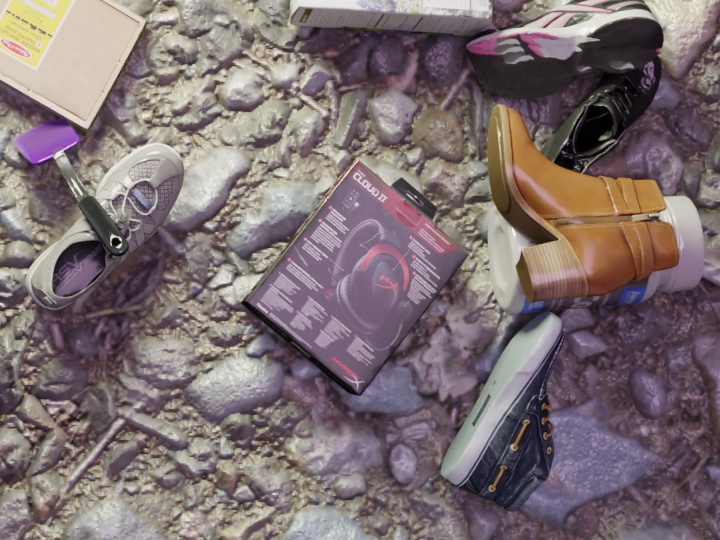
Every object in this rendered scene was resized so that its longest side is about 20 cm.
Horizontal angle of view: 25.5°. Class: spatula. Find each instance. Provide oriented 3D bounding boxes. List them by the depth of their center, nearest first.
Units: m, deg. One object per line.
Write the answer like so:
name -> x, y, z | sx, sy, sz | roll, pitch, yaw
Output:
spatula -> -0.269, -0.080, 1.508 | 0.056, 0.021, 0.200 | -29, 58, -15

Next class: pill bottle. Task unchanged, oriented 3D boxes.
pill bottle -> 0.235, -0.020, 1.593 | 0.198, 0.114, 0.115 | -5, 88, -9

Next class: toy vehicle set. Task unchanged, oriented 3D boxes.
toy vehicle set -> -0.324, -0.240, 1.559 | 0.199, 0.027, 0.125 | 30, 83, -6

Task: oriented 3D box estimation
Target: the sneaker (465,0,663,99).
sneaker -> 0.207, -0.236, 1.625 | 0.198, 0.087, 0.081 | -6, 127, 7

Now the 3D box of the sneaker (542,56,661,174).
sneaker -> 0.247, -0.152, 1.606 | 0.060, 0.104, 0.200 | 44, 82, -4

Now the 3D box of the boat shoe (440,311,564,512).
boat shoe -> 0.167, 0.142, 1.590 | 0.090, 0.071, 0.201 | 29, 102, -12

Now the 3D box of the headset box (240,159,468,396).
headset box -> 0.000, 0.000, 1.575 | 0.148, 0.075, 0.201 | 38, 83, -6

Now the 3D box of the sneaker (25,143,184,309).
sneaker -> -0.237, -0.035, 1.530 | 0.075, 0.082, 0.200 | 41, 86, -20

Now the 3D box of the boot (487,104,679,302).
boot -> 0.210, -0.074, 1.507 | 0.154, 0.077, 0.202 | -13, 70, -10

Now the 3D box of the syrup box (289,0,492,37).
syrup box -> 0.030, -0.286, 1.589 | 0.198, 0.081, 0.080 | 2, 85, -8
